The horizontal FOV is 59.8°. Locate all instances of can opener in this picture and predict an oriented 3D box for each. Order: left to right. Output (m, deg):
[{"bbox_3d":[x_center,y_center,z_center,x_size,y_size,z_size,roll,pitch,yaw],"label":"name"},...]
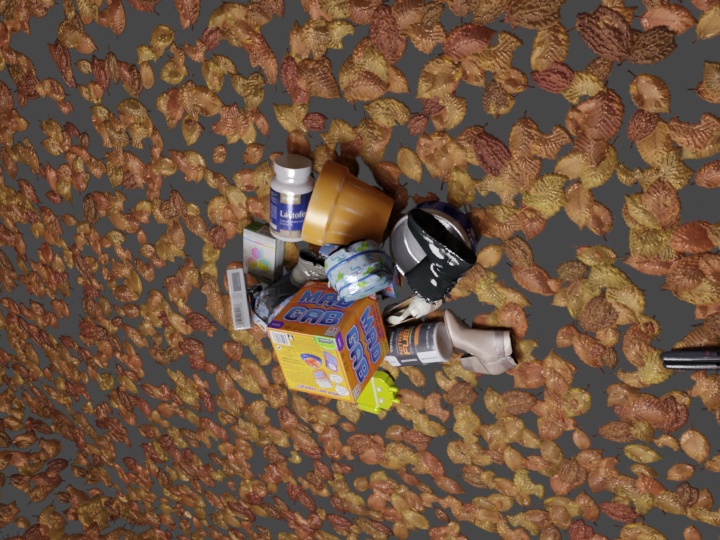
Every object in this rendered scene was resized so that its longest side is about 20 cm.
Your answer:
[{"bbox_3d":[0.743,0.192,1.327,0.199,0.079,0.064,4,127,38],"label":"can opener"}]

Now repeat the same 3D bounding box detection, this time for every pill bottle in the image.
[{"bbox_3d":[-0.173,-0.184,1.588,0.115,0.116,0.201,18,124,20],"label":"pill bottle"},{"bbox_3d":[0.133,0.198,1.642,0.199,0.106,0.107,-12,110,34],"label":"pill bottle"}]

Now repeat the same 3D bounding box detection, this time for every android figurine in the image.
[{"bbox_3d":[0.023,0.342,1.822,0.199,0.041,0.183,10,128,26],"label":"android figurine"}]

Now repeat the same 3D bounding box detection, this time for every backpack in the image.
[{"bbox_3d":[-0.209,0.098,1.733,0.154,0.200,0.191,52,145,11],"label":"backpack"},{"bbox_3d":[-0.004,-0.001,1.420,0.162,0.154,0.200,-19,153,2],"label":"backpack"}]

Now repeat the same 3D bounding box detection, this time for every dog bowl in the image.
[{"bbox_3d":[0.173,-0.061,1.488,0.199,0.079,0.201,14,123,22],"label":"dog bowl"}]

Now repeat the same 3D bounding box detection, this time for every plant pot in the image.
[{"bbox_3d":[-0.023,-0.140,1.496,0.182,0.201,0.201,18,126,0],"label":"plant pot"}]

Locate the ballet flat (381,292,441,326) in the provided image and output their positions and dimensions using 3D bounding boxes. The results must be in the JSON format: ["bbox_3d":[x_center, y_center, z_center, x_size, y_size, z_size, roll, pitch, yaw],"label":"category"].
[{"bbox_3d":[0.131,0.102,1.613,0.200,0.067,0.068,-30,101,37],"label":"ballet flat"}]

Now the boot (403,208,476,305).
[{"bbox_3d":[0.153,-0.025,1.428,0.198,0.073,0.163,40,132,3],"label":"boot"}]

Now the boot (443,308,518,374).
[{"bbox_3d":[0.305,0.171,1.563,0.146,0.070,0.201,-15,110,28],"label":"boot"}]

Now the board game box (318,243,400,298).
[{"bbox_3d":[0.000,0.000,1.608,0.199,0.035,0.136,18,155,18],"label":"board game box"}]

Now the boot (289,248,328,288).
[{"bbox_3d":[-0.086,0.025,1.630,0.199,0.068,0.131,26,147,-9],"label":"boot"}]

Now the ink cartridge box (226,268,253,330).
[{"bbox_3d":[-0.331,0.082,1.724,0.050,0.200,0.163,-7,85,-10],"label":"ink cartridge box"}]

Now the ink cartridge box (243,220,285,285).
[{"bbox_3d":[-0.273,-0.029,1.770,0.103,0.059,0.201,20,125,18],"label":"ink cartridge box"}]

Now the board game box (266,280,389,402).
[{"bbox_3d":[-0.074,0.170,1.549,0.199,0.200,0.201,6,126,30],"label":"board game box"}]
